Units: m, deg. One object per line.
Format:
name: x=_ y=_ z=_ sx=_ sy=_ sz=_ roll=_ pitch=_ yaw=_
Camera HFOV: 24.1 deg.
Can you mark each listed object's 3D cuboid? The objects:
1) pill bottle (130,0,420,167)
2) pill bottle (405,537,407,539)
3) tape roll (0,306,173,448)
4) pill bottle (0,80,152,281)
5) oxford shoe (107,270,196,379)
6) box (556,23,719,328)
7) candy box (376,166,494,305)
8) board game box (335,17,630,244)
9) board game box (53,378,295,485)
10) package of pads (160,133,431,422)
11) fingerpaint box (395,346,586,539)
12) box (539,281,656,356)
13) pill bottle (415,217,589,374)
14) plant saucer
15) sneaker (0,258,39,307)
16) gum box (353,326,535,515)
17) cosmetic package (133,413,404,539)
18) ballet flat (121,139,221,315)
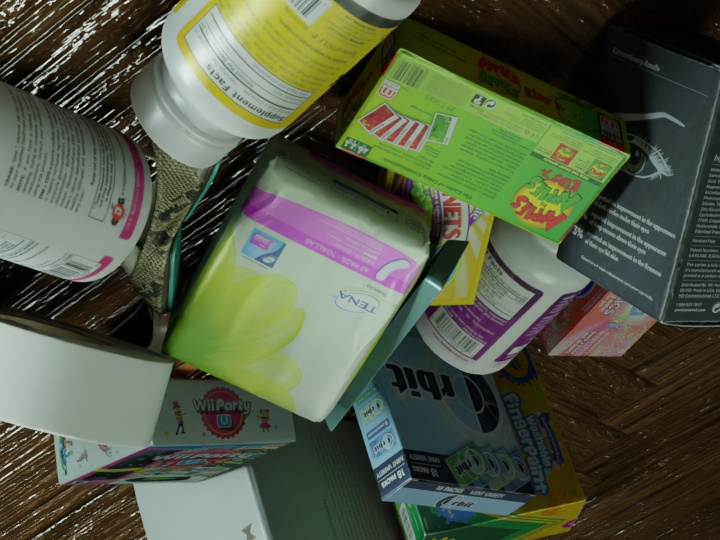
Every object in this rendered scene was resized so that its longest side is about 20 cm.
pill bottle: x=-0.062 y=-0.158 z=1.116 sx=0.111 sy=0.112 sz=0.200 roll=17 pitch=135 yaw=-45
pill bottle: x=0.112 y=0.221 z=1.721 sx=0.105 sy=0.201 sz=0.107 roll=17 pitch=139 yaw=16
tape roll: x=-0.250 y=0.077 z=1.314 sx=0.201 sy=0.071 sz=0.202 roll=17 pitch=180 yaw=0
pill bottle: x=-0.249 y=-0.070 z=1.150 sx=0.113 sy=0.114 sz=0.199 roll=-35 pitch=146 yaw=26
oxford shoe: x=-0.138 y=0.033 z=1.423 sx=0.073 sy=0.072 sz=0.200 roll=21 pitch=132 yaw=-42
box: x=0.251 y=-0.076 z=1.305 sx=0.104 sy=0.148 sz=0.202 roll=1 pitch=111 yaw=-30
candy box: x=0.062 y=-0.056 z=1.364 sx=0.101 sy=0.026 sz=0.201 roll=-3 pitch=127 yaw=-17
board game box: x=0.092 y=-0.104 z=1.270 sx=0.199 sy=0.048 sz=0.102 roll=23 pitch=129 yaw=-18
board game box: x=-0.173 y=0.148 z=1.537 sx=0.147 sy=0.065 sz=0.200 roll=2 pitch=162 yaw=-33
package of pads: x=-0.047 y=0.011 z=1.341 sx=0.154 sy=0.068 sz=0.201 roll=26 pitch=117 yaw=-14
fingerpaint box: x=0.105 y=0.167 z=1.643 sx=0.165 sy=0.201 sz=0.074 roll=-9 pitch=149 yaw=-15
box: x=0.240 y=-0.016 z=1.522 sx=0.094 sy=0.103 sz=0.200 roll=3 pitch=142 yaw=-32
pill bottle: x=0.137 y=-0.006 z=1.471 sx=0.112 sy=0.113 sz=0.200 roll=4 pitch=143 yaw=-34
plant saucer: x=0.025 y=0.052 z=1.386 sx=0.019 sy=0.070 sz=0.200 roll=34 pitch=130 yaw=-1
sneaker: x=-0.291 y=-0.025 z=1.251 sx=0.072 sy=0.083 sz=0.200 roll=-42 pitch=171 yaw=5
gum box: x=0.063 y=0.120 z=1.544 sx=0.169 sy=0.201 sz=0.044 roll=14 pitch=136 yaw=-44
cosmetic package: x=-0.090 y=0.253 z=1.707 sx=0.199 sy=0.167 sz=0.167 roll=14 pitch=136 yaw=-44
ballet flat: x=-0.160 y=-0.046 z=1.301 sx=0.075 sy=0.068 sz=0.201 roll=13 pitch=137 yaw=-10
